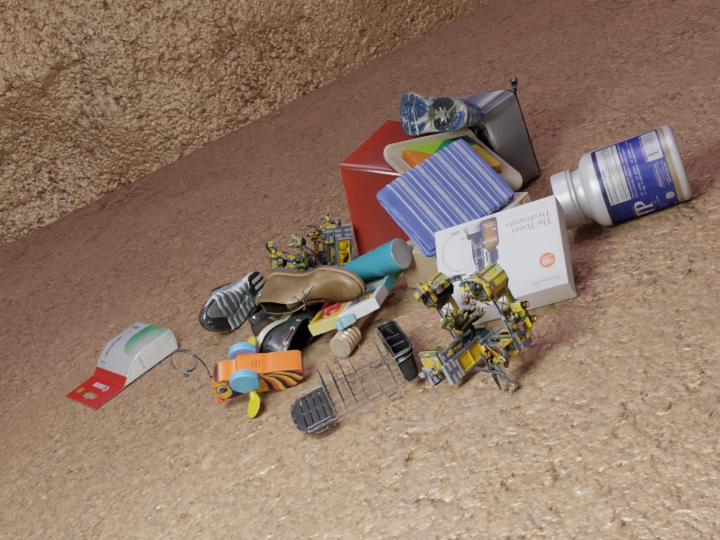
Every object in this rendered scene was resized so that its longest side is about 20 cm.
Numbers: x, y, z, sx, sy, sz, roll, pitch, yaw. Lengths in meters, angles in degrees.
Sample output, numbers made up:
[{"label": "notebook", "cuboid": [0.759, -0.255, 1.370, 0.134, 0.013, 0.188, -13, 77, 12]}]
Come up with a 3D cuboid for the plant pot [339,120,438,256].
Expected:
[{"label": "plant pot", "cuboid": [0.100, -0.144, 1.923, 0.173, 0.203, 0.200, 6, 34, 31]}]

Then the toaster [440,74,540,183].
[{"label": "toaster", "cuboid": [0.226, -0.244, 1.981, 0.179, 0.203, 0.118, -3, 24, 44]}]

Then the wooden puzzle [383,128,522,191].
[{"label": "wooden puzzle", "cuboid": [0.157, -0.184, 1.794, 0.182, 0.038, 0.201, -14, 38, -18]}]

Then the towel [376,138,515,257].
[{"label": "towel", "cuboid": [0.139, -0.120, 1.697, 0.199, 0.145, 0.024, -34, -20, -24]}]

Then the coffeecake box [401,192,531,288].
[{"label": "coffeecake box", "cuboid": [0.180, -0.051, 1.746, 0.199, 0.074, 0.152, -38, 25, -31]}]

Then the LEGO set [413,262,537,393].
[{"label": "LEGO set", "cuboid": [0.129, 0.080, 1.387, 0.115, 0.156, 0.199, -35, 19, -26]}]

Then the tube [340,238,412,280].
[{"label": "tube", "cuboid": [0.000, 0.000, 1.751, 0.077, 0.051, 0.198, 0, -17, -46]}]

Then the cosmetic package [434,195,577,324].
[{"label": "cosmetic package", "cuboid": [0.212, -0.010, 1.546, 0.197, 0.052, 0.153, -17, 57, 22]}]

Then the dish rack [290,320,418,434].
[{"label": "dish rack", "cuboid": [-0.015, 0.155, 1.492, 0.197, 0.055, 0.153, -28, 14, -3]}]

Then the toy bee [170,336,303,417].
[{"label": "toy bee", "cuboid": [-0.190, 0.160, 1.626, 0.196, 0.110, 0.132, 18, 51, 1]}]

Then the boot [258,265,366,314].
[{"label": "boot", "cuboid": [-0.080, 0.040, 1.692, 0.197, 0.074, 0.076, -3, 40, 35]}]

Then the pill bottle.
[{"label": "pill bottle", "cuboid": [0.404, -0.138, 1.628, 0.197, 0.121, 0.120, -19, 21, 18]}]

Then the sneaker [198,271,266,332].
[{"label": "sneaker", "cuboid": [-0.268, 0.073, 1.995, 0.114, 0.076, 0.200, -17, 11, 34]}]

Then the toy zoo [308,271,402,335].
[{"label": "toy zoo", "cuboid": [-0.010, 0.050, 1.717, 0.130, 0.021, 0.200, -24, 12, 24]}]

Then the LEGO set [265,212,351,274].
[{"label": "LEGO set", "cuboid": [-0.095, -0.046, 1.920, 0.151, 0.118, 0.200, -5, 10, -12]}]

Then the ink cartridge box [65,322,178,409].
[{"label": "ink cartridge box", "cuboid": [-0.464, 0.176, 1.995, 0.199, 0.051, 0.160, -35, 22, -29]}]

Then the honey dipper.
[{"label": "honey dipper", "cuboid": [0.006, 0.075, 1.707, 0.037, 0.039, 0.200, -12, 22, 31]}]

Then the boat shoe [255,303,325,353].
[{"label": "boat shoe", "cuboid": [-0.098, 0.096, 1.740, 0.062, 0.075, 0.201, 18, 32, 21]}]

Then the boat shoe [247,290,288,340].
[{"label": "boat shoe", "cuboid": [-0.158, 0.062, 1.882, 0.072, 0.066, 0.201, -23, 19, 12]}]

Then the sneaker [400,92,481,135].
[{"label": "sneaker", "cuboid": [0.145, -0.280, 1.888, 0.084, 0.079, 0.199, -5, 15, -32]}]
